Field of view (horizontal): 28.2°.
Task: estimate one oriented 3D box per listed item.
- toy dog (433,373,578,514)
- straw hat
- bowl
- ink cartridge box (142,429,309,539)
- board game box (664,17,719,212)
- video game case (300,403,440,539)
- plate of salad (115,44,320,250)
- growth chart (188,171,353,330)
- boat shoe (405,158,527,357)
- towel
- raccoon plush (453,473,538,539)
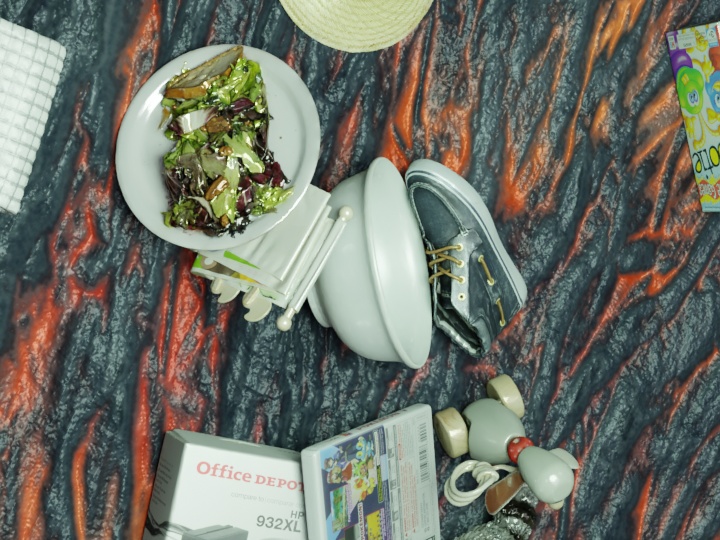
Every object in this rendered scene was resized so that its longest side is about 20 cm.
[{"bbox_3d":[0.149,0.192,1.433,0.130,0.201,0.097,-18,118,6],"label":"toy dog"},{"bbox_3d":[0.004,-0.315,1.391,0.198,0.085,0.204,-1,92,-21],"label":"straw hat"},{"bbox_3d":[0.000,0.000,1.374,0.089,0.201,0.204,-11,98,15],"label":"bowl"},{"bbox_3d":[-0.130,0.266,1.369,0.143,0.084,0.203,13,88,-21],"label":"ink cartridge box"},{"bbox_3d":[0.415,-0.173,1.544,0.104,0.103,0.203,-16,98,-19],"label":"board game box"},{"bbox_3d":[0.015,0.250,1.407,0.181,0.023,0.203,-15,104,-49],"label":"video game case"},{"bbox_3d":[-0.135,-0.119,1.322,0.197,0.048,0.203,-3,74,10],"label":"plate of salad"},{"bbox_3d":[-0.098,-0.037,1.325,0.145,0.199,0.018,-54,141,-5],"label":"growth chart"},{"bbox_3d":[0.094,-0.010,1.425,0.201,0.070,0.091,54,53,-25],"label":"boat shoe"},{"bbox_3d":[-0.375,-0.153,1.259,0.198,0.085,0.168,19,88,-22],"label":"towel"},{"bbox_3d":[0.098,0.273,1.443,0.134,0.096,0.202,39,46,-34],"label":"raccoon plush"}]
